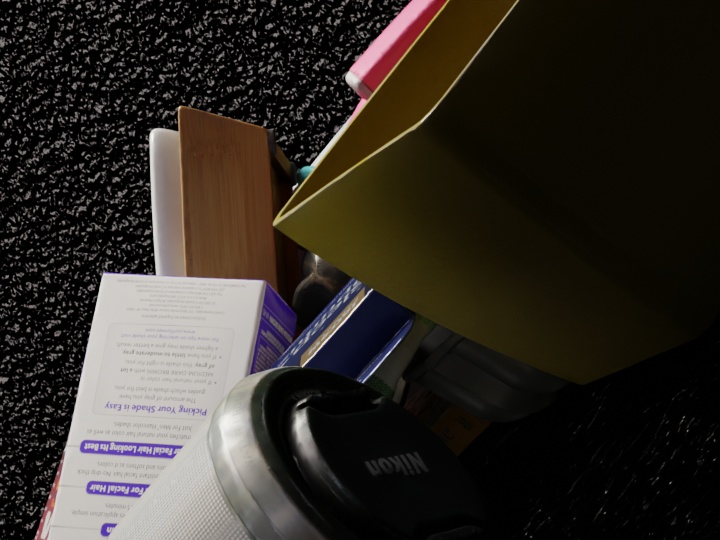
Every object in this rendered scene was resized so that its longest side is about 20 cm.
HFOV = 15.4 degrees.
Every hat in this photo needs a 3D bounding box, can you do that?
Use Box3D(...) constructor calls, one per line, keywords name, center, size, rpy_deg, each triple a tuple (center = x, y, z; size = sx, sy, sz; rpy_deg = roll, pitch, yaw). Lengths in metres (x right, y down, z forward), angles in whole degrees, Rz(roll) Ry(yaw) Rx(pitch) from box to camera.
Box3D(name="hat", center=(0.000, 0.000, 1.668), size=(0.201, 0.081, 0.201), rpy_deg=(-164, 90, -82))

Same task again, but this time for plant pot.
Box3D(name="plant pot", center=(0.109, -0.058, 1.319), size=(0.200, 0.176, 0.200), rpy_deg=(-52, 9, -25))

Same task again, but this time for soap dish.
Box3D(name="soap dish", center=(-0.084, -0.017, 1.742), size=(0.200, 0.081, 0.158), rpy_deg=(52, -146, -83))

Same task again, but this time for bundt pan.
Box3D(name="bundt pan", center=(0.113, 0.006, 1.509), size=(0.202, 0.076, 0.202), rpy_deg=(-52, 3, 4))

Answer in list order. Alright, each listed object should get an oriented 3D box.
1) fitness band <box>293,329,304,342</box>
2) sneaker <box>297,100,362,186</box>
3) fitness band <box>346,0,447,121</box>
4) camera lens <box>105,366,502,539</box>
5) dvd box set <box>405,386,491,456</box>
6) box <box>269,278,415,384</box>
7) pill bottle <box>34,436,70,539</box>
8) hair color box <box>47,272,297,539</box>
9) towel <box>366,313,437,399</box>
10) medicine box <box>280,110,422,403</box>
Box3D(name="fitness band", center=(-0.056, 0.126, 1.773), size=(0.144, 0.037, 0.200), rpy_deg=(-25, -38, -52))
Box3D(name="sneaker", center=(0.038, -0.099, 1.772), size=(0.200, 0.080, 0.077), rpy_deg=(-42, -19, 12))
Box3D(name="fitness band", center=(0.064, -0.114, 1.506), size=(0.200, 0.037, 0.144), rpy_deg=(-47, 35, 3))
Box3D(name="camera lens", center=(-0.042, 0.157, 1.244), size=(0.200, 0.160, 0.160), rpy_deg=(-50, 4, 24))
Box3D(name="dvd box set", center=(0.039, 0.111, 1.744), size=(0.200, 0.029, 0.146), rpy_deg=(-48, 5, 33))
Box3D(name="box", center=(-0.017, 0.047, 1.441), size=(0.121, 0.032, 0.200), rpy_deg=(-48, 5, 9))
Box3D(name="pill bottle", center=(-0.144, 0.160, 1.661), size=(0.110, 0.109, 0.200), rpy_deg=(159, 130, -83))
Box3D(name="hair color box", center=(-0.112, 0.106, 1.568), size=(0.065, 0.109, 0.200), rpy_deg=(52, -135, -61))
Box3D(name="towel", center=(0.049, 0.012, 1.496), size=(0.200, 0.031, 0.149), rpy_deg=(-50, 5, -14))
Box3D(name="medicine box", center=(0.039, -0.022, 1.877), size=(0.200, 0.182, 0.103), rpy_deg=(-51, 3, 10))
